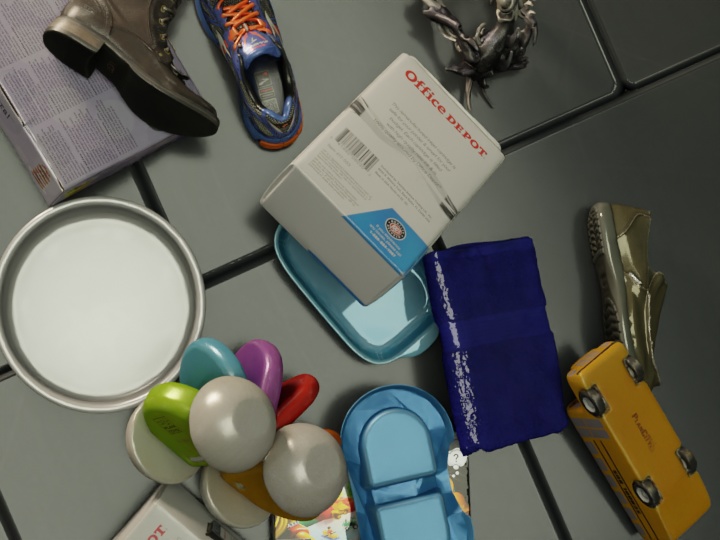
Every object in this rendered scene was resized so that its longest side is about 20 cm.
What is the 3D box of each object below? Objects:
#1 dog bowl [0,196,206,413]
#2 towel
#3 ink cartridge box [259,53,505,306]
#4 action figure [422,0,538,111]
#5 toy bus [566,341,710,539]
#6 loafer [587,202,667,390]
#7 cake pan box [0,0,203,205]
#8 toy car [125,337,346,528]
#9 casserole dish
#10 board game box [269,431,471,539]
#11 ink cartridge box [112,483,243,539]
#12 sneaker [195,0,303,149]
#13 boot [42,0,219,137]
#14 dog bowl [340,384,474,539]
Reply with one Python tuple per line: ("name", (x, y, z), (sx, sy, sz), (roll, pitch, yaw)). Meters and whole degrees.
("dog bowl", (-0.247, 0.034, 1.465), (0.198, 0.079, 0.202), (1, 86, -8))
("towel", (0.129, 0.072, 1.513), (0.147, 0.049, 0.202), (-8, 85, -40))
("ink cartridge box", (0.024, -0.089, 1.471), (0.146, 0.086, 0.200), (45, 51, -3))
("action figure", (0.128, -0.265, 1.531), (0.118, 0.102, 0.201), (-8, 129, -36))
("toy bus", (0.268, 0.169, 1.519), (0.065, 0.078, 0.201), (-36, 100, -21))
("loafer", (0.280, 0.027, 1.548), (0.069, 0.075, 0.202), (-9, 88, -5))
("cake pan box", (-0.266, -0.188, 1.457), (0.184, 0.052, 0.201), (-34, 93, -36))
("toy car", (-0.102, 0.138, 1.406), (0.199, 0.174, 0.151), (35, 60, -25))
("casserole dish", (0.000, 0.000, 1.525), (0.121, 0.039, 0.200), (-41, 94, -9))
("board game box", (0.010, 0.225, 1.514), (0.198, 0.035, 0.128), (-2, 86, -9))
("ink cartridge box", (-0.156, 0.320, 1.444), (0.200, 0.086, 0.148), (41, 96, -6))
("sneaker", (-0.103, -0.221, 1.503), (0.075, 0.078, 0.202), (-25, 90, -10))
("boot", (-0.187, -0.240, 1.448), (0.199, 0.069, 0.175), (34, 62, -15))
("dog bowl", (0.041, 0.210, 1.477), (0.110, 0.050, 0.202), (-11, 87, -9))
